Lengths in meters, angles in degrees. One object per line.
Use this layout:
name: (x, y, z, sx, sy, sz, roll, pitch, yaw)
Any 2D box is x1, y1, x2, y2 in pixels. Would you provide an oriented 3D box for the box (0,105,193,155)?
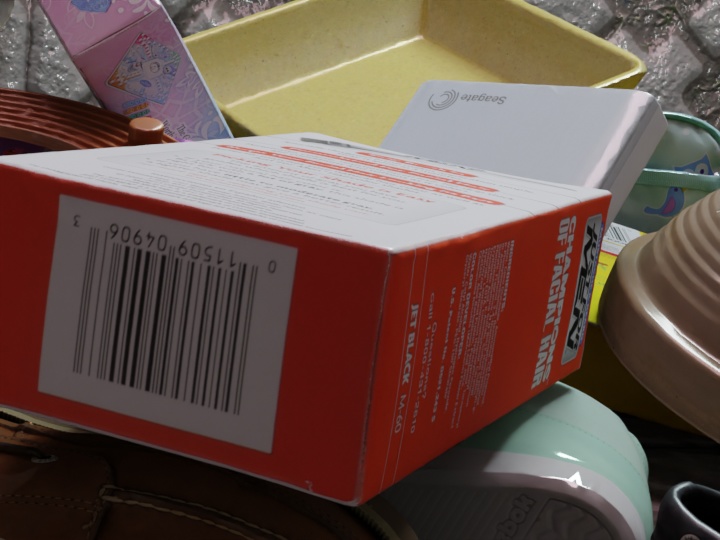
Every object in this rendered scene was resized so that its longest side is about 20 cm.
box: (-0.155, -0.014, 0.728, 0.198, 0.039, 0.137, 11, -32, 7)

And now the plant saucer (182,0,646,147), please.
plant saucer: (0.017, -0.092, 0.962, 0.199, 0.049, 0.200, -23, 36, -26)

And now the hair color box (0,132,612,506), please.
hair color box: (-0.009, 0.003, 0.502, 0.110, 0.065, 0.200, 12, 11, 21)

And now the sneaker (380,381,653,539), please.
sneaker: (-0.005, 0.063, 0.568, 0.199, 0.074, 0.118, 12, 11, 13)

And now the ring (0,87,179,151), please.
ring: (-0.140, -0.027, 0.588, 0.198, 0.019, 0.201, 6, 27, -3)

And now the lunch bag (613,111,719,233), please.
lunch bag: (0.111, -0.022, 1.030, 0.198, 0.162, 0.077, 5, 3, 7)

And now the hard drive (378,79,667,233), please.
hard drive: (0.032, -0.001, 0.773, 0.131, 0.201, 0.027, 8, -36, 41)

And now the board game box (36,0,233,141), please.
board game box: (-0.114, -0.118, 0.775, 0.043, 0.201, 0.199, -31, -27, -2)

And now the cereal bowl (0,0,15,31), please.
cereal bowl: (-0.261, -0.119, 0.873, 0.198, 0.084, 0.200, -6, 7, 1)

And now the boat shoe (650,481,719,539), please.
boat shoe: (0.156, 0.091, 0.434, 0.198, 0.067, 0.074, 8, 7, 38)

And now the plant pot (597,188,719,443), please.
plant pot: (0.209, 0.014, 0.763, 0.199, 0.093, 0.201, 18, 23, -8)

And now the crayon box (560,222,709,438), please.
crayon box: (0.136, 0.027, 0.880, 0.126, 0.051, 0.200, 17, 15, -6)

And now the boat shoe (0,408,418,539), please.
boat shoe: (-0.079, 0.076, 0.475, 0.199, 0.073, 0.068, 8, 25, 31)
